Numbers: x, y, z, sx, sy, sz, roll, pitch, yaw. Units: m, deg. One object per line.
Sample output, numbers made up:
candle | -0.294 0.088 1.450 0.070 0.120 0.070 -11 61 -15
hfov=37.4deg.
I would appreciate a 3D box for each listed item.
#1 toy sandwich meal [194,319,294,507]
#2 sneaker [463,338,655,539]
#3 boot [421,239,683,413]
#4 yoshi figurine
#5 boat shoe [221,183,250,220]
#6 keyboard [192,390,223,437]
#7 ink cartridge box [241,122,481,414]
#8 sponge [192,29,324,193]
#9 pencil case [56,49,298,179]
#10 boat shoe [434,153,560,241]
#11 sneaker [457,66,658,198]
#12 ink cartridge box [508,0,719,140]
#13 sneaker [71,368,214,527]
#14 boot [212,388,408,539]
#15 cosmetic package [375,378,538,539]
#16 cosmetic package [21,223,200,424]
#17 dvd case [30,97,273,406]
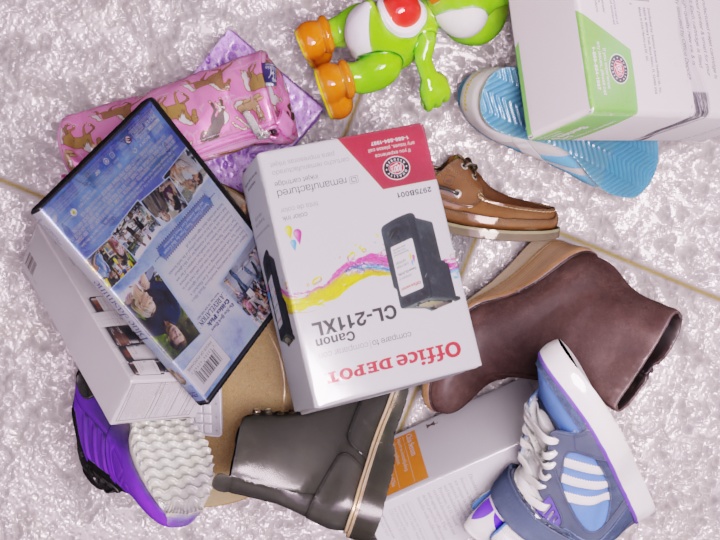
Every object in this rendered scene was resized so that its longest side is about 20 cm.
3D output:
toy sandwich meal | -0.133 0.107 0.968 0.202 0.070 0.209 0 90 9
sneaker | 0.139 0.162 0.841 0.145 0.081 0.201 -29 123 5
boot | 0.157 0.073 0.913 0.201 0.166 0.072 -51 136 0
yoshi figurine | 0.051 -0.205 0.918 0.198 0.112 0.113 -24 115 6
boat shoe | -0.076 -0.012 0.944 0.199 0.068 0.072 36 104 -11
keyboard | -0.147 0.042 0.914 0.055 0.011 0.203 1 98 12
ink cartridge box | 0.000 0.000 0.856 0.144 0.083 0.203 -12 84 -17
sponge | -0.136 -0.105 0.960 0.111 0.030 0.201 40 95 -4
pencil case | -0.155 -0.119 0.901 0.197 0.087 0.084 -17 93 4
boat shoe | 0.082 -0.069 0.942 0.197 0.072 0.069 8 97 -1
sneaker | 0.177 -0.127 0.937 0.198 0.081 0.077 24 94 -22
ink cartridge box | 0.226 -0.185 0.867 0.198 0.084 0.148 -3 82 -30
sneaker | -0.188 0.154 0.882 0.069 0.200 0.100 5 121 -39
boot | -0.035 0.119 0.904 0.136 0.201 0.078 16 130 -2
cosmetic package | 0.100 0.174 0.947 0.198 0.102 0.072 -24 111 2
cosmetic package | -0.206 0.039 0.892 0.200 0.082 0.051 49 120 35
dvd case | -0.145 -0.016 0.834 0.201 0.017 0.143 53 50 -21
